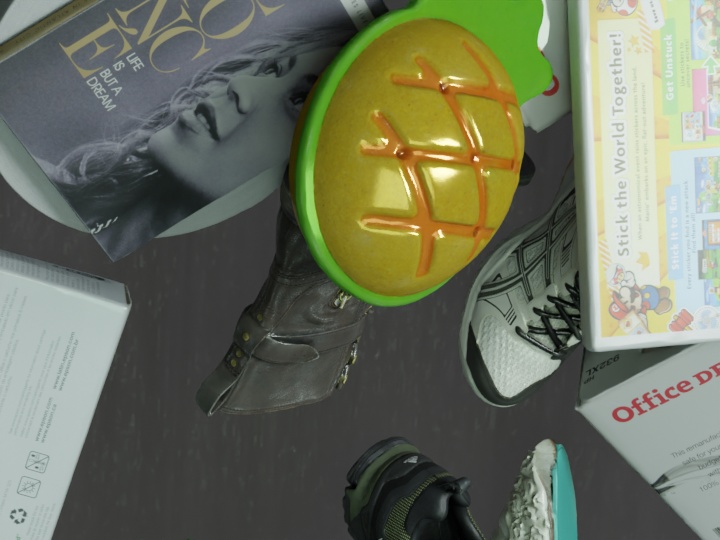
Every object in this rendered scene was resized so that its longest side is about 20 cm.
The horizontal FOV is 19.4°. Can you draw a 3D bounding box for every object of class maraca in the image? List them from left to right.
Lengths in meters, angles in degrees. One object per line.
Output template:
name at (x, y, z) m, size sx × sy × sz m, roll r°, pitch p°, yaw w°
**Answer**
maraca at (0.035, -0.077, 1.085) m, size 0.137 × 0.107 × 0.201 m, roll 45°, pitch 66°, yaw -38°

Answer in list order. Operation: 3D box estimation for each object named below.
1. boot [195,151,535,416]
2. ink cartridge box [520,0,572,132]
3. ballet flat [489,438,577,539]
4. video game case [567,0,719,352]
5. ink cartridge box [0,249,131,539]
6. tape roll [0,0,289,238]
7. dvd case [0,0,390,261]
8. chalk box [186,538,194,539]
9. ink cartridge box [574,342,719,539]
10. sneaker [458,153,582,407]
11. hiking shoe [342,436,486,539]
boot at (0.000, 0.000, 1.222) m, size 0.199 × 0.069 × 0.175 m, roll -14°, pitch 138°, yaw -37°
ink cartridge box at (0.135, -0.196, 1.169) m, size 0.199 × 0.083 × 0.147 m, roll -32°, pitch 114°, yaw 1°
ballet flat at (0.110, 0.202, 1.331) m, size 0.071 × 0.072 × 0.202 m, roll -14°, pitch 113°, yaw -6°
video game case at (0.204, -0.063, 1.151) m, size 0.180 × 0.023 × 0.202 m, roll -4°, pitch 96°, yaw -12°
ink cartridge box at (-0.256, 0.075, 1.213) m, size 0.199 × 0.041 × 0.201 m, roll 16°, pitch 107°, yaw -17°
tape roll at (-0.111, -0.116, 1.126) m, size 0.199 × 0.066 × 0.201 m, roll -12°, pitch 131°, yaw -14°
dvd case at (-0.081, -0.103, 1.094) m, size 0.199 × 0.016 × 0.149 m, roll -31°, pitch 132°, yaw 3°
chalk box at (-0.082, 0.259, 1.277) m, size 0.124 × 0.124 × 0.200 m, roll 33°, pitch 101°, yaw -22°
ink cartridge box at (0.248, 0.090, 1.278) m, size 0.145 × 0.084 × 0.200 m, roll -30°, pitch 117°, yaw 30°
sneaker at (0.126, 0.002, 1.242) m, size 0.075 × 0.088 × 0.201 m, roll 25°, pitch 105°, yaw -22°
hiking shoe at (0.044, 0.206, 1.287) m, size 0.075 × 0.100 × 0.202 m, roll -24°, pitch 116°, yaw -28°
